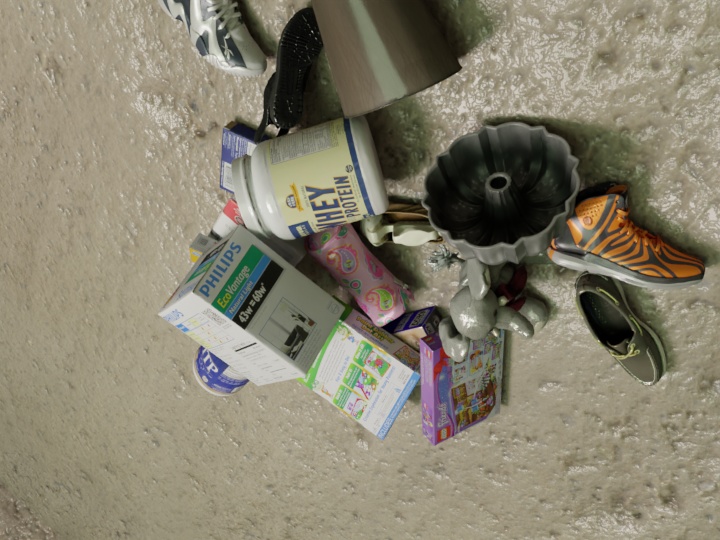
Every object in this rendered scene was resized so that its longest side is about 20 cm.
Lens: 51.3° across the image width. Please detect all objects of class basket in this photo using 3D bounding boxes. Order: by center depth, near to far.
[{"bbox_3d":[0.015,-0.317,0.941,0.179,0.136,0.202,-8,114,42],"label":"basket"}]

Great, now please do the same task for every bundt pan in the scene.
[{"bbox_3d":[0.183,-0.089,0.961,0.200,0.203,0.076,9,150,27],"label":"bundt pan"}]

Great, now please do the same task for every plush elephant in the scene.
[{"bbox_3d":[0.183,0.040,1.040,0.198,0.156,0.166,12,129,1],"label":"plush elephant"}]

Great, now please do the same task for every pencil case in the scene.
[{"bbox_3d":[0.000,0.000,1.172,0.087,0.088,0.200,-17,129,39],"label":"pencil case"}]

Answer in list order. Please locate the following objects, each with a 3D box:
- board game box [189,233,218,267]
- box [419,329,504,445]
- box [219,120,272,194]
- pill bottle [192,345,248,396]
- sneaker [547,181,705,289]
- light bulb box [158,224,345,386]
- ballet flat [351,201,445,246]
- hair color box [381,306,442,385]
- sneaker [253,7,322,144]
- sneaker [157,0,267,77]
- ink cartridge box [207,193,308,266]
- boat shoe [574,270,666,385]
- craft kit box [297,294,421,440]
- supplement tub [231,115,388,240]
[{"bbox_3d":[-0.184,0.026,1.247,0.198,0.034,0.135,23,147,9],"label":"board game box"},{"bbox_3d":[0.161,0.171,1.193,0.039,0.136,0.202,42,145,48],"label":"box"},{"bbox_3d":[-0.138,-0.150,1.223,0.198,0.032,0.122,27,133,14],"label":"box"},{"bbox_3d":[-0.233,0.148,1.438,0.120,0.120,0.200,43,133,-2],"label":"pill bottle"},{"bbox_3d":[0.346,-0.047,0.957,0.198,0.078,0.113,11,114,9],"label":"sneaker"},{"bbox_3d":[-0.165,0.061,1.115,0.199,0.125,0.198,39,153,-16],"label":"light bulb box"},{"bbox_3d":[0.057,-0.064,1.132,0.198,0.072,0.068,5,125,30],"label":"ballet flat"},{"bbox_3d":[0.064,0.141,1.282,0.199,0.065,0.110,-19,110,38],"label":"hair color box"},{"bbox_3d":[-0.107,-0.274,1.085,0.059,0.104,0.202,12,99,-20],"label":"sneaker"},{"bbox_3d":[-0.197,-0.378,1.063,0.200,0.079,0.130,50,143,6],"label":"sneaker"},{"bbox_3d":[-0.166,-0.054,1.240,0.144,0.084,0.200,38,146,-7],"label":"ink cartridge box"},{"bbox_3d":[0.362,0.087,1.053,0.072,0.060,0.203,-24,107,41],"label":"boat shoe"},{"bbox_3d":[-0.004,0.169,1.274,0.196,0.049,0.201,32,134,7],"label":"craft kit box"},{"bbox_3d":[-0.070,-0.128,1.071,0.198,0.145,0.146,-16,116,6],"label":"supplement tub"}]
